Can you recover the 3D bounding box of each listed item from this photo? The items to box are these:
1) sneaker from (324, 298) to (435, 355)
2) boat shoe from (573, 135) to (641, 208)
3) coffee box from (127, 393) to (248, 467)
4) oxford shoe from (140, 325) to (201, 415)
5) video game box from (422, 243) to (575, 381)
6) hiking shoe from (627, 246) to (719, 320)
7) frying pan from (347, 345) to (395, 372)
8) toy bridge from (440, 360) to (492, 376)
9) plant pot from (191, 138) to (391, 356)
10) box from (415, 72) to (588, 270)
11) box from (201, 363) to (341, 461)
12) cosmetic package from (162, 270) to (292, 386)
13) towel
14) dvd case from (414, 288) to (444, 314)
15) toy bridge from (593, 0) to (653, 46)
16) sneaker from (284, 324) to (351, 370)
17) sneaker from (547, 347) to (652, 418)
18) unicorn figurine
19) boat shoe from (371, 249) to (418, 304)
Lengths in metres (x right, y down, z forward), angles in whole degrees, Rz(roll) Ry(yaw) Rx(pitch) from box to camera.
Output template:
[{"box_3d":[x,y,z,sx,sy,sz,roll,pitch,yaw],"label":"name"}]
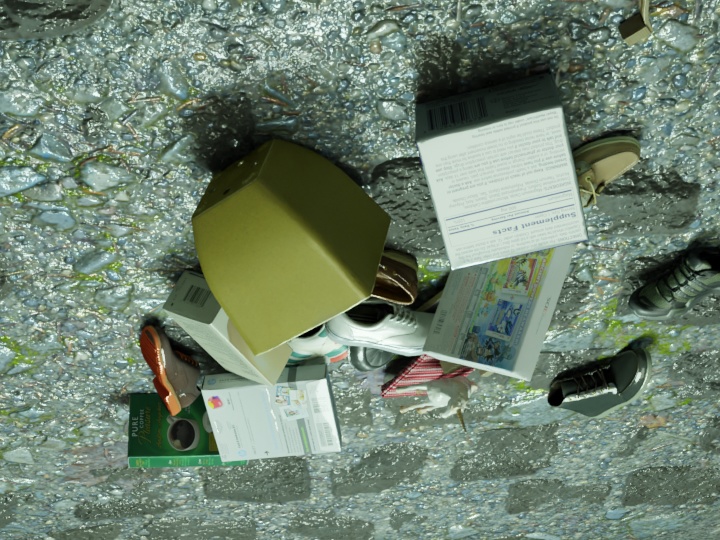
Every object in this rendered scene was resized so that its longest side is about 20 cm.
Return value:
[{"box_3d":[0.048,0.081,1.762,0.199,0.073,0.071,2,144,-14],"label":"sneaker"},{"box_3d":[0.294,-0.114,1.601,0.200,0.067,0.074,-28,139,26],"label":"boat shoe"},{"box_3d":[-0.290,0.268,1.975,0.199,0.123,0.044,-1,146,-10],"label":"coffee box"},{"box_3d":[-0.300,0.147,1.875,0.072,0.071,0.200,-29,144,-19],"label":"oxford shoe"},{"box_3d":[0.190,0.039,1.625,0.047,0.201,0.182,26,170,-36],"label":"video game box"},{"box_3d":[0.501,0.006,1.802,0.199,0.076,0.101,-22,133,5],"label":"hiking shoe"},{"box_3d":[0.042,0.130,1.868,0.115,0.031,0.190,-50,138,-13],"label":"frying pan"},{"box_3d":[0.217,0.145,1.900,0.200,0.027,0.067,7,146,-42],"label":"toy bridge"},{"box_3d":[-0.104,-0.050,1.527,0.195,0.194,0.200,-27,115,26],"label":"plant pot"},{"box_3d":[0.179,-0.124,1.492,0.183,0.105,0.201,-12,122,9],"label":"box"},{"box_3d":[-0.139,0.229,1.875,0.199,0.041,0.156,-7,123,6],"label":"box"},{"box_3d":[-0.195,0.088,1.758,0.105,0.071,0.200,16,157,33],"label":"cosmetic package"},{"box_3d":[0.135,0.157,1.949,0.144,0.023,0.200,0,149,-31],"label":"towel"},{"box_3d":[0.182,0.049,1.829,0.148,0.016,0.200,15,138,-39],"label":"dvd case"},{"box_3d":[0.289,-0.336,1.339,0.067,0.027,0.200,-29,138,23],"label":"toy bridge"},{"box_3d":[-0.103,0.117,1.862,0.199,0.070,0.093,-25,122,25],"label":"sneaker"},{"box_3d":[0.412,0.196,2.023,0.106,0.075,0.200,9,142,-23],"label":"sneaker"},{"box_3d":[0.131,0.202,1.892,0.137,0.074,0.200,-14,-172,28],"label":"unicorn figurine"},{"box_3d":[0.000,0.000,1.707,0.199,0.068,0.072,15,138,-26],"label":"boat shoe"}]
